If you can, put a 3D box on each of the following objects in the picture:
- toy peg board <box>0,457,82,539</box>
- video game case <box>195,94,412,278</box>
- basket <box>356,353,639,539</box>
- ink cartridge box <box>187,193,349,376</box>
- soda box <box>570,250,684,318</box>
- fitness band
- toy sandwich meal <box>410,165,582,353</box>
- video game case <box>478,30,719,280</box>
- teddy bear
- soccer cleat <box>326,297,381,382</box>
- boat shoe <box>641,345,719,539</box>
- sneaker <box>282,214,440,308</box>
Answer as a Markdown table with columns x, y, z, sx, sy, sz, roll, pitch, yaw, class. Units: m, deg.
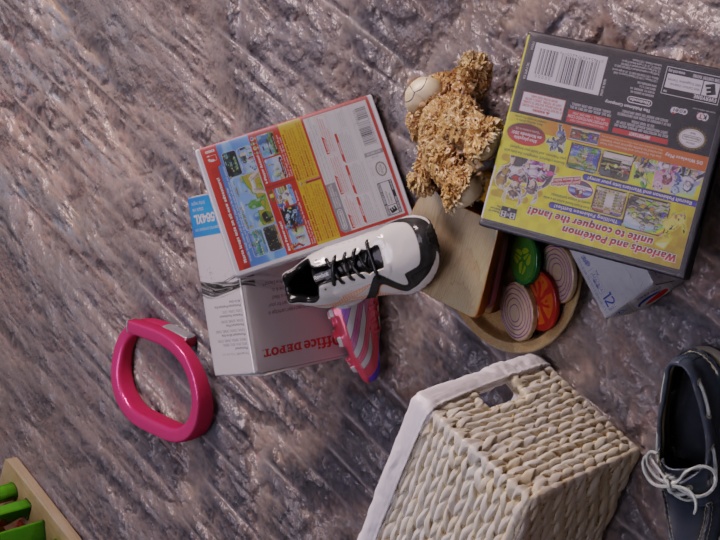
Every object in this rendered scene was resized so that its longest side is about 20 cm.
| x | y | z | sx | sy | sz | roll | pitch | yaw | class |
| --- | --- | --- | --- | --- | --- | --- | --- | --- | --- |
| -0.511 | 0.416 | 2.358 | 0.200 | 0.097 | 0.201 | 43 | 126 | 34 | toy peg board |
| -0.059 | -0.089 | 1.714 | 0.017 | 0.198 | 0.144 | 111 | 141 | -78 | video game case |
| 0.133 | 0.214 | 1.548 | 0.160 | 0.197 | 0.202 | 37 | 122 | 32 | basket |
| -0.099 | 0.008 | 1.793 | 0.084 | 0.145 | 0.202 | -6 | 92 | 48 | ink cartridge box |
| 0.219 | -0.061 | 1.494 | 0.068 | 0.063 | 0.201 | -42 | 67 | 41 | soda box |
| -0.255 | 0.139 | 2.071 | 0.199 | 0.037 | 0.145 | 17 | 110 | 46 | fitness band |
| 0.128 | -0.012 | 1.598 | 0.204 | 0.070 | 0.208 | 12 | 106 | 46 | toy sandwich meal |
| 0.218 | -0.104 | 1.440 | 0.198 | 0.025 | 0.183 | 16 | 92 | 26 | video game case |
| 0.084 | -0.136 | 1.560 | 0.201 | 0.066 | 0.146 | -95 | 23 | -43 | teddy bear |
| -0.005 | 0.022 | 1.761 | 0.067 | 0.076 | 0.202 | -140 | 30 | -80 | soccer cleat |
| 0.295 | 0.170 | 1.459 | 0.074 | 0.061 | 0.202 | 18 | 111 | 42 | boat shoe |
| 0.000 | 0.000 | 1.631 | 0.199 | 0.079 | 0.074 | -26 | 76 | 45 | sneaker |
